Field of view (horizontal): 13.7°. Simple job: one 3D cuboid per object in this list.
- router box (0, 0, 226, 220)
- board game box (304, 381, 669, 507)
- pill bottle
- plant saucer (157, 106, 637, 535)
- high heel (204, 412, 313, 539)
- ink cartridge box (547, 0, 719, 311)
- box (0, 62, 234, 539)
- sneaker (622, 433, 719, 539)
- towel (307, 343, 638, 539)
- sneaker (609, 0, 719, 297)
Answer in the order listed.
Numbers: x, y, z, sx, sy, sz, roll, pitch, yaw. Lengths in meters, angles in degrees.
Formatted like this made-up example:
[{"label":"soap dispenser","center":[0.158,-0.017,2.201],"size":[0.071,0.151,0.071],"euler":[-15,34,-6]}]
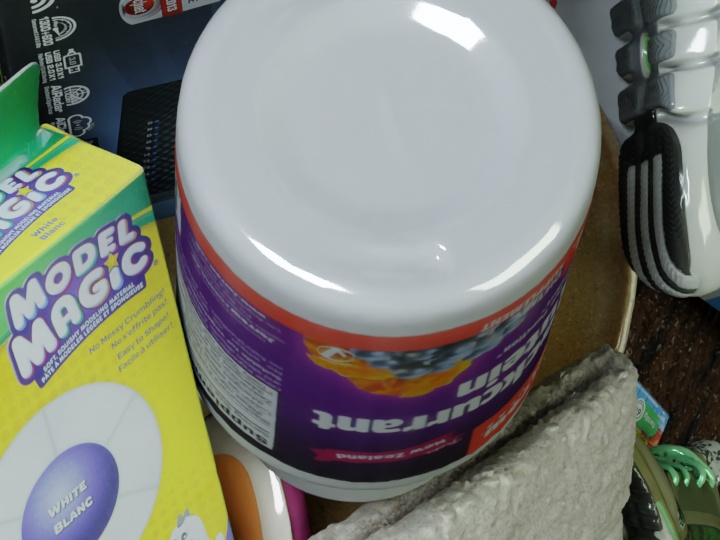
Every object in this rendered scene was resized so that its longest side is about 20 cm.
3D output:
[{"label":"router box","center":[-0.035,-0.091,0.858],"size":[0.149,0.062,0.200],"euler":[-17,156,-8]},{"label":"board game box","center":[0.026,0.078,1.137],"size":[0.166,0.057,0.200],"euler":[-61,142,-13]},{"label":"pill bottle","center":[0.003,-0.003,0.854],"size":[0.112,0.111,0.200],"euler":[-58,171,-20]},{"label":"plant saucer","center":[0.000,0.000,1.015],"size":[0.200,0.035,0.201],"euler":[-4,99,-26]},{"label":"high heel","center":[-0.027,0.132,1.000],"size":[0.096,0.067,0.201],"euler":[-27,118,-58]},{"label":"ink cartridge box","center":[0.132,-0.083,1.103],"size":[0.200,0.085,0.145],"euler":[34,71,-11]},{"label":"box","center":[-0.099,0.051,0.840],"size":[0.117,0.048,0.200],"euler":[-41,135,-32]},{"label":"sneaker","center":[0.110,0.094,1.161],"size":[0.089,0.077,0.200],"euler":[-68,151,-28]},{"label":"towel","center":[0.029,0.119,0.982],"size":[0.200,0.034,0.133],"euler":[-32,135,-42]},{"label":"sneaker","center":[0.147,-0.091,1.025],"size":[0.115,0.075,0.201],"euler":[0,90,-15]}]
